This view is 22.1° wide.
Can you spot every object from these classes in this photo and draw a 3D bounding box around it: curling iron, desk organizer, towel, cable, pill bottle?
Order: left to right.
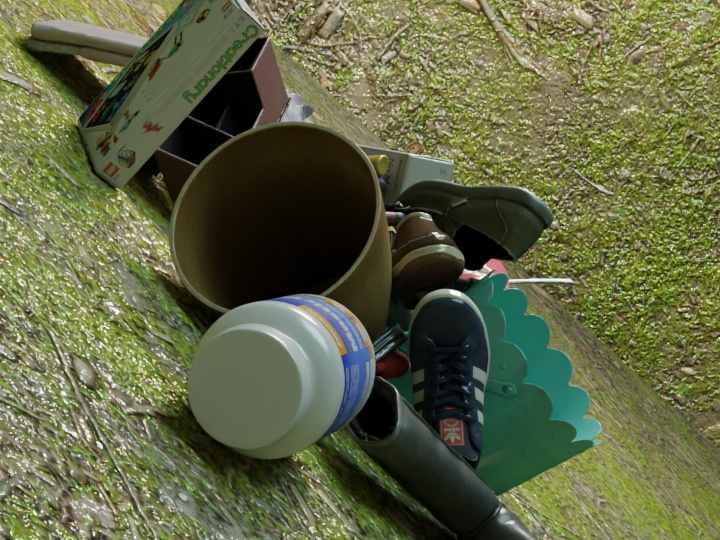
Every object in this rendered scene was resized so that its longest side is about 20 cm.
[{"bbox_3d":[-0.244,-0.231,1.950,0.190,0.032,0.200,13,9,0],"label":"towel"},{"bbox_3d":[-0.134,-0.144,1.802,0.201,0.071,0.077,-70,150,-50],"label":"desk organizer"},{"bbox_3d":[-0.059,0.076,1.333,0.112,0.112,0.200,44,8,6],"label":"pill bottle"},{"bbox_3d":[-0.045,-0.045,1.781,0.050,0.199,0.026,171,-88,-68],"label":"curling iron"},{"bbox_3d":[0.002,0.095,1.570,0.050,0.097,0.200,40,9,8],"label":"cable"}]

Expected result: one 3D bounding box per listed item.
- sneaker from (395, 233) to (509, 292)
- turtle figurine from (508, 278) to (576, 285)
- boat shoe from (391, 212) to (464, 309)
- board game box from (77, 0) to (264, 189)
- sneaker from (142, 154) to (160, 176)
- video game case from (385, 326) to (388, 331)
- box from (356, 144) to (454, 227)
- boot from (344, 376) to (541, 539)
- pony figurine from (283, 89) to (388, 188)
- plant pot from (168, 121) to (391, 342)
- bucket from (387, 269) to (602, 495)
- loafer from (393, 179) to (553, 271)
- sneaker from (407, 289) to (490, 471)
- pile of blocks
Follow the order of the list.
[{"bbox_3d":[0.063,-0.004,1.908,0.199,0.074,0.087,20,34,-4],"label":"sneaker"},{"bbox_3d":[0.098,0.063,1.993,0.193,0.144,0.200,33,44,2],"label":"turtle figurine"},{"bbox_3d":[0.051,-0.016,1.713,0.202,0.074,0.075,99,-24,-78],"label":"boat shoe"},{"bbox_3d":[-0.179,-0.179,1.705,0.035,0.200,0.126,39,10,-29],"label":"board game box"},{"bbox_3d":[-0.206,-0.156,1.856,0.078,0.085,0.200,42,10,-9],"label":"sneaker"},{"bbox_3d":[-0.035,0.037,1.846,0.181,0.045,0.200,45,9,16],"label":"video game case"},{"bbox_3d":[0.007,-0.093,1.969,0.068,0.083,0.199,8,2,-39],"label":"box"},{"bbox_3d":[0.079,0.182,1.493,0.182,0.073,0.200,33,-19,53],"label":"boot"},{"bbox_3d":[-0.076,-0.099,1.892,0.199,0.168,0.193,8,9,30],"label":"pony figurine"},{"bbox_3d":[-0.046,0.003,1.610,0.187,0.186,0.200,49,-6,33],"label":"plant pot"},{"bbox_3d":[0.124,0.115,1.763,0.208,0.134,0.207,53,14,-19],"label":"bucket"},{"bbox_3d":[0.096,-0.042,1.790,0.075,0.070,0.199,43,-26,-29],"label":"loafer"},{"bbox_3d":[0.078,0.118,1.603,0.085,0.074,0.201,-89,176,-64],"label":"sneaker"},{"bbox_3d":[0.000,0.000,1.794,0.200,0.062,0.083,38,49,-55],"label":"pile of blocks"}]
